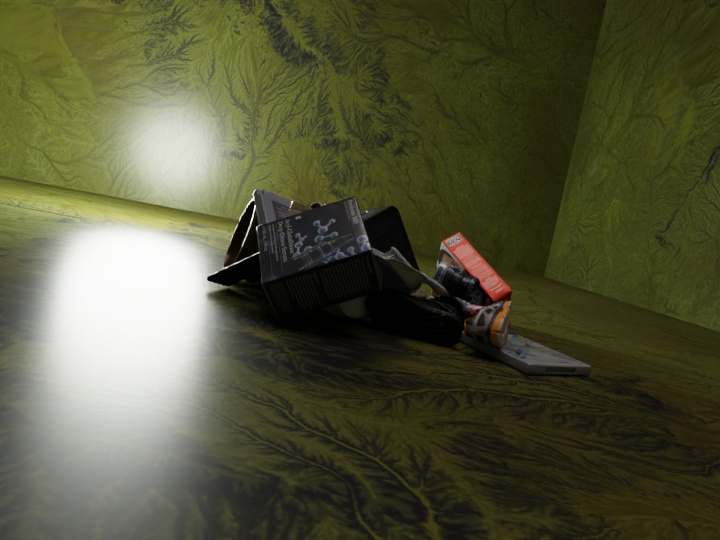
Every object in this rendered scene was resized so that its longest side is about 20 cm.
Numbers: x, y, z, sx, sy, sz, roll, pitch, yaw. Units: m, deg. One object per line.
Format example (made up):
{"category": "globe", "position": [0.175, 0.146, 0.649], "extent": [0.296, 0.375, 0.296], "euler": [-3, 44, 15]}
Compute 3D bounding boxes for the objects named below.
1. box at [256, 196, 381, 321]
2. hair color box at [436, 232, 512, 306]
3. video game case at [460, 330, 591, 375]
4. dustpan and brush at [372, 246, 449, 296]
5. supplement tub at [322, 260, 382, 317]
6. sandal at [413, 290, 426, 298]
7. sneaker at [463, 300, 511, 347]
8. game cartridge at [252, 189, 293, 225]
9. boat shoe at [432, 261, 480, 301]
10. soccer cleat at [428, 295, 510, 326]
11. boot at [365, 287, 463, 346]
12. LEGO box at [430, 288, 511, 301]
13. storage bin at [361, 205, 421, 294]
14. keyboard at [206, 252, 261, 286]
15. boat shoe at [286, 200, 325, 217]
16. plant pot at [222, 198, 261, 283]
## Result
{"category": "box", "position": [-0.076, -0.022, 0.996], "extent": [0.195, 0.108, 0.150], "euler": [-17, 46, 0]}
{"category": "hair color box", "position": [0.268, 0.018, 1.326], "extent": [0.060, 0.103, 0.201], "euler": [-25, 58, -19]}
{"category": "video game case", "position": [0.324, 0.163, 1.104], "extent": [0.179, 0.023, 0.199], "euler": [8, 8, -31]}
{"category": "dustpan and brush", "position": [0.103, 0.007, 1.118], "extent": [0.200, 0.057, 0.139], "euler": [44, -5, -22]}
{"category": "supplement tub", "position": [-0.062, 0.011, 1.151], "extent": [0.142, 0.149, 0.198], "euler": [5, 9, -42]}
{"category": "sandal", "position": [0.107, 0.048, 1.513], "extent": [0.198, 0.059, 0.079], "euler": [5, 9, -46]}
{"category": "sneaker", "position": [0.258, 0.100, 1.104], "extent": [0.075, 0.081, 0.199], "euler": [4, 3, 21]}
{"category": "game cartridge", "position": [-0.154, -0.097, 1.252], "extent": [0.198, 0.041, 0.135], "euler": [20, 41, -48]}
{"category": "boat shoe", "position": [0.218, 0.034, 1.232], "extent": [0.089, 0.072, 0.200], "euler": [27, 3, 16]}
{"category": "soccer cleat", "position": [0.242, 0.094, 1.256], "extent": [0.195, 0.071, 0.087], "euler": [10, 30, -4]}
{"category": "boot", "position": [0.114, 0.083, 1.136], "extent": [0.207, 0.081, 0.158], "euler": [23, 14, 3]}
{"category": "LEGO box", "position": [0.282, 0.073, 1.449], "extent": [0.195, 0.079, 0.149], "euler": [13, -1, 8]}
{"category": "storage bin", "position": [0.040, -0.028, 1.244], "extent": [0.134, 0.204, 0.093], "euler": [-30, 15, -31]}
{"category": "keyboard", "position": [-0.212, 0.003, 1.133], "extent": [0.196, 0.041, 0.103], "euler": [-21, -16, 26]}
{"category": "boat shoe", "position": [-0.096, -0.117, 1.219], "extent": [0.072, 0.068, 0.199], "euler": [14, 7, 21]}
{"category": "plant pot", "position": [-0.200, -0.041, 1.316], "extent": [0.197, 0.191, 0.187], "euler": [24, 2, -22]}
